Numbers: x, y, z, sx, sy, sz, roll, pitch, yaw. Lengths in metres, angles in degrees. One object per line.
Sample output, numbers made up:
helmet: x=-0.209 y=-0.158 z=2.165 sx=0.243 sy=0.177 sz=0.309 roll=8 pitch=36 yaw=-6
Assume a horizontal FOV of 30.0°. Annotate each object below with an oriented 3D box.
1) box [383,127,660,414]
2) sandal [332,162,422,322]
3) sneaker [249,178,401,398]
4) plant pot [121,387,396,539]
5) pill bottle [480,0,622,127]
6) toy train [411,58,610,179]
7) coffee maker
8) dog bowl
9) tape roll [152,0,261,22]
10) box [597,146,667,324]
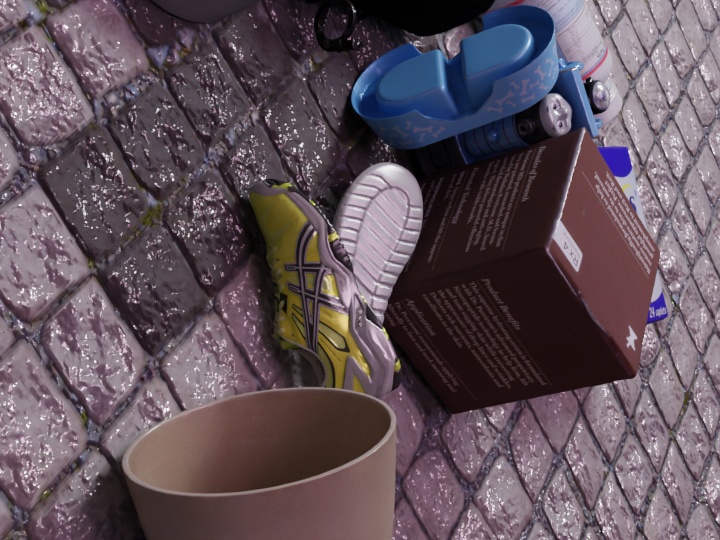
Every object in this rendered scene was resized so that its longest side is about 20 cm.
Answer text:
box: x=0.142 y=0.005 z=1.230 sx=0.166 sy=0.199 sz=0.165 roll=52 pitch=40 yaw=-29
sandal: x=-0.006 y=-0.004 z=1.166 sx=0.082 sy=0.050 sz=0.204 roll=32 pitch=65 yaw=-26
sneaker: x=-0.042 y=0.019 z=1.078 sx=0.076 sy=0.075 sz=0.201 roll=-28 pitch=83 yaw=-15
plant pot: x=-0.054 y=0.207 z=0.925 sx=0.187 sy=0.186 sz=0.202 roll=-29 pitch=115 yaw=-54
pill bottle: x=0.214 y=-0.251 z=1.505 sx=0.201 sy=0.108 sz=0.109 roll=56 pitch=39 yaw=-24
toy train: x=0.142 y=-0.139 z=1.293 sx=0.114 sy=0.199 sz=0.087 roll=-32 pitch=105 yaw=-43
coffee maker: x=0.027 y=-0.285 z=1.266 sx=0.199 sy=0.134 sz=0.194 roll=7 pitch=94 yaw=-51
dog bowl: x=0.091 y=-0.174 z=1.237 sx=0.112 sy=0.198 sz=0.050 roll=-91 pitch=157 yaw=-49
tape roll: x=-0.131 y=-0.308 z=1.089 sx=0.200 sy=0.066 sz=0.203 roll=25 pitch=57 yaw=-47
box: x=0.229 y=-0.025 z=1.444 sx=0.183 sy=0.104 sz=0.202 roll=-9 pitch=84 yaw=-55
